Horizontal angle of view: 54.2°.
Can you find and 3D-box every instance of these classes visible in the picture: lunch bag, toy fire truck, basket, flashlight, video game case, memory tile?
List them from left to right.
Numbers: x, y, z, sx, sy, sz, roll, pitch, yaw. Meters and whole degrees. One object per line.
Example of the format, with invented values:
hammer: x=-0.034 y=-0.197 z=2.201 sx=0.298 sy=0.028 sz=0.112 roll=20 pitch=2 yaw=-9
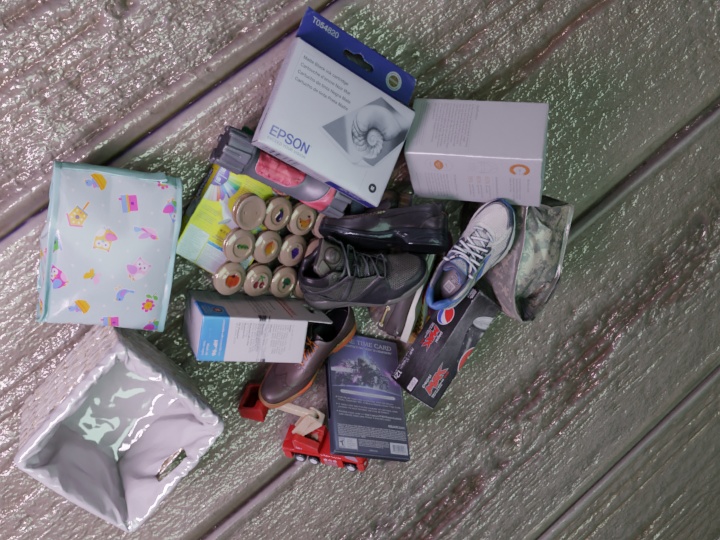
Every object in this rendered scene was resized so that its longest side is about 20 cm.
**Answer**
lunch bag: x=-0.325 y=-0.037 z=0.914 sx=0.166 sy=0.122 sz=0.205 roll=6 pitch=109 yaw=-26
basket: x=-0.328 y=0.202 z=0.965 sx=0.199 sy=0.160 sz=0.200 roll=-47 pitch=119 yaw=-5
memory tile: x=-0.118 y=-0.031 z=1.036 sx=0.197 sy=0.017 sz=0.157 roll=5 pitch=110 yaw=-46
flashlight: x=-0.102 y=-0.137 z=0.970 sx=0.197 sy=0.068 sz=0.069 roll=24 pitch=89 yaw=-30
toy fire truck: x=-0.084 y=0.249 z=1.114 sx=0.143 sy=0.195 sz=0.049 roll=79 pitch=24 yaw=-45
video game case: x=0.009 y=0.199 z=1.131 sx=0.140 sy=0.204 sz=0.019 roll=14 pitch=143 yaw=-29
lunch bag: x=0.250 y=-0.030 z=1.172 sx=0.115 sy=0.163 sz=0.206 roll=0 pitch=106 yaw=-28

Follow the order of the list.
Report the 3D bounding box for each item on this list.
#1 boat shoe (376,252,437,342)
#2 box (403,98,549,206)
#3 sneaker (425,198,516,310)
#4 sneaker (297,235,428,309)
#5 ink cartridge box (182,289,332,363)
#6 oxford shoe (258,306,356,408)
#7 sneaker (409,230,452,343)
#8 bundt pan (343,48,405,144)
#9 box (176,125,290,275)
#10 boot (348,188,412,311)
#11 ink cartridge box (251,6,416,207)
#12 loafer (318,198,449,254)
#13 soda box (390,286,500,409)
boat shoe: x=0.078 y=0.013 z=1.113 sx=0.059 sy=0.072 sz=0.206 roll=19 pitch=107 yaw=10
box: x=0.174 y=-0.174 z=1.043 sx=0.125 sy=0.195 sz=0.100 roll=64 pitch=35 yaw=-62
sneaker: x=0.164 y=-0.015 z=1.060 sx=0.202 sy=0.076 sz=0.085 roll=-59 pitch=166 yaw=21
sneaker: x=0.000 y=0.000 z=1.024 sx=0.194 sy=0.078 sz=0.115 roll=-6 pitch=152 yaw=9
ink cartridge box: x=-0.152 y=0.083 z=1.038 sx=0.195 sy=0.116 sz=0.070 roll=5 pitch=105 yaw=-27
oxford shoe: x=-0.085 y=0.124 z=1.084 sx=0.200 sy=0.071 sz=0.073 roll=-47 pitch=162 yaw=-20
sneaker: x=0.129 y=0.024 z=1.191 sx=0.088 sy=0.075 sz=0.205 roll=2 pitch=109 yaw=-38
bundt pan: x=-0.007 y=-0.229 z=1.034 sx=0.197 sy=0.076 sz=0.208 roll=-8 pitch=109 yaw=-24
box: x=-0.177 y=-0.094 z=1.011 sx=0.116 sy=0.048 sz=0.203 roll=31 pitch=93 yaw=-30
boot: x=0.011 y=-0.038 z=1.123 sx=0.094 sy=0.075 sz=0.205 roll=15 pitch=107 yaw=-5
ink cartridge box: x=-0.023 y=-0.219 z=0.949 sx=0.196 sy=0.040 sz=0.204 roll=24 pitch=83 yaw=-25
loafer: x=0.035 y=-0.070 z=1.049 sx=0.194 sy=0.073 sz=0.074 roll=5 pitch=77 yaw=0
soda box: x=0.139 y=0.117 z=1.150 sx=0.070 sy=0.063 sz=0.202 roll=34 pitch=90 yaw=-38
